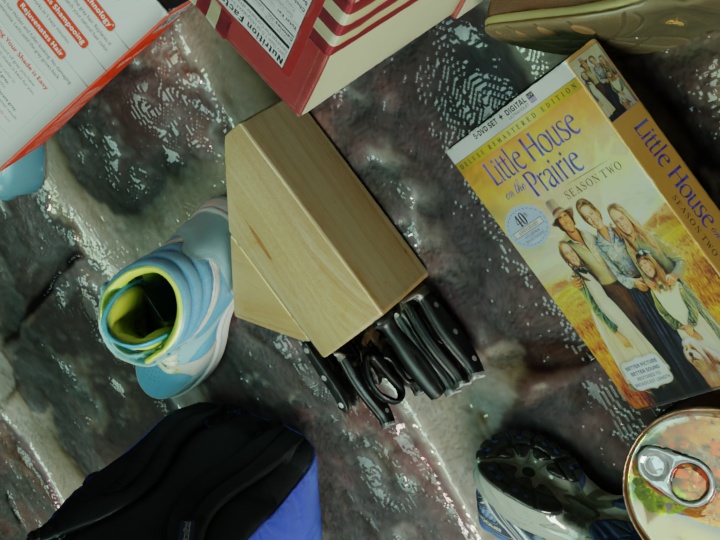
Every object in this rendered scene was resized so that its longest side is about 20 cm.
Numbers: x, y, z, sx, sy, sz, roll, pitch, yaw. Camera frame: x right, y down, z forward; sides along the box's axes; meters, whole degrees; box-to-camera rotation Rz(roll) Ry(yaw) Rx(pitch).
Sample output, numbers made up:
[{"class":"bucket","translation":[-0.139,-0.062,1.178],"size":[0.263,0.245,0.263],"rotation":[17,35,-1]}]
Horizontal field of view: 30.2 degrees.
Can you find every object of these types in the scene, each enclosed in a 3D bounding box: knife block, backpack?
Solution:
[{"class":"knife block","translation":[0.000,0.000,0.881],"size":[0.174,0.064,0.202],"rotation":[16,122,27]},{"class":"backpack","translation":[-0.126,0.205,0.997],"size":[0.161,0.200,0.169],"rotation":[18,134,23]}]

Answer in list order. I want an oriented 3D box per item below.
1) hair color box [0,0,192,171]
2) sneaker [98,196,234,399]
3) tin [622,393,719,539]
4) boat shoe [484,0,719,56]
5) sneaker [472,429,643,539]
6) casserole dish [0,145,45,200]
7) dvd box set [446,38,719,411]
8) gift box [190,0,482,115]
[{"class":"hair color box","translation":[-0.210,-0.165,0.915],"size":[0.199,0.061,0.102],"rotation":[-33,99,33]},{"class":"sneaker","translation":[-0.151,0.044,0.967],"size":[0.079,0.130,0.201],"rotation":[36,131,11]},{"class":"tin","translation":[0.253,0.149,0.788],"size":[0.199,0.042,0.113],"rotation":[26,111,21]},{"class":"boat shoe","translation":[0.151,-0.156,0.693],"size":[0.199,0.072,0.068],"rotation":[-4,79,45]},{"class":"sneaker","translation":[0.158,0.187,0.877],"size":[0.199,0.077,0.086],"rotation":[35,140,24]},{"class":"casserole dish","translation":[-0.306,-0.140,1.039],"size":[0.120,0.039,0.202],"rotation":[18,125,27]},{"class":"dvd box set","translation":[0.146,-0.018,0.759],"size":[0.201,0.029,0.146],"rotation":[54,153,-2]},{"class":"gift box","translation":[0.010,-0.218,0.667],"size":[0.185,0.186,0.200],"rotation":[49,147,4]}]
